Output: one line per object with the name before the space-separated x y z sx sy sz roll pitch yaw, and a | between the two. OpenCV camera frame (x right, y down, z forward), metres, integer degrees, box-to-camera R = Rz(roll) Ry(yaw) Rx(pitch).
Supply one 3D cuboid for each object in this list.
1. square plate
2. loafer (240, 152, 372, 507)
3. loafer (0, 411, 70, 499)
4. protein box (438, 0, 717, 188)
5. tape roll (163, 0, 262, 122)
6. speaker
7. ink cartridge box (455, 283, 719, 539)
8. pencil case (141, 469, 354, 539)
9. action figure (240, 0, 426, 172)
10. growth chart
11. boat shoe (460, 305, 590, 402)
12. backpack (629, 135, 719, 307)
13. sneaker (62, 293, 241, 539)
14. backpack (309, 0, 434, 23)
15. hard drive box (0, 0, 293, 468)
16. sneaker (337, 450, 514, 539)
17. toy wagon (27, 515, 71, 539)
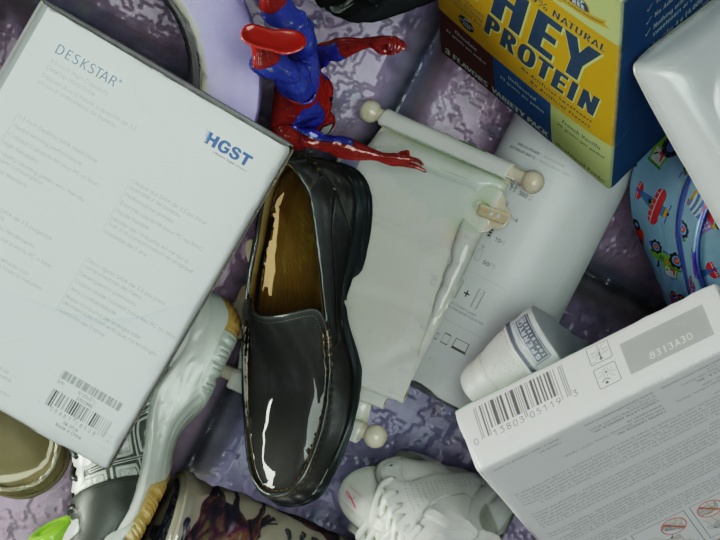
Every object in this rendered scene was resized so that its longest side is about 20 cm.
square plate | 0.260 -0.079 1.346 0.200 0.028 0.198 -39 106 -25
loafer | -0.042 0.032 1.428 0.073 0.072 0.201 -1 80 25
loafer | -0.246 0.058 1.441 0.200 0.067 0.076 44 89 -11
protein box | 0.154 -0.191 1.366 0.135 0.200 0.199 41 73 20
tape roll | -0.158 -0.111 1.427 0.199 0.085 0.201 -1 96 -8
speaker | 0.094 -0.014 1.478 0.081 0.081 0.200 26 92 -11
ink cartridge box | 0.166 0.106 1.410 0.161 0.050 0.200 -27 141 11
pencil case | -0.040 0.186 1.466 0.200 0.090 0.078 25 124 -18
action figure | -0.009 -0.108 1.390 0.099 0.200 0.065 6 76 3
growth chart | 0.000 0.000 1.464 0.145 0.018 0.200 31 93 26
boat shoe | 0.117 0.085 1.457 0.070 0.200 0.071 -36 59 12
backpack | 0.258 -0.017 1.456 0.182 0.135 0.200 -28 116 -4
sneaker | -0.145 0.095 1.444 0.087 0.076 0.200 25 76 -5
backpack | 0.024 -0.235 1.410 0.200 0.167 0.127 -43 67 -1
hard drive box | -0.153 -0.021 1.356 0.156 0.077 0.200 31 92 -10
sneaker | 0.028 0.154 1.438 0.099 0.200 0.078 26 102 3
toy wagon | -0.197 0.245 1.485 0.200 0.040 0.155 -28 100 -5
